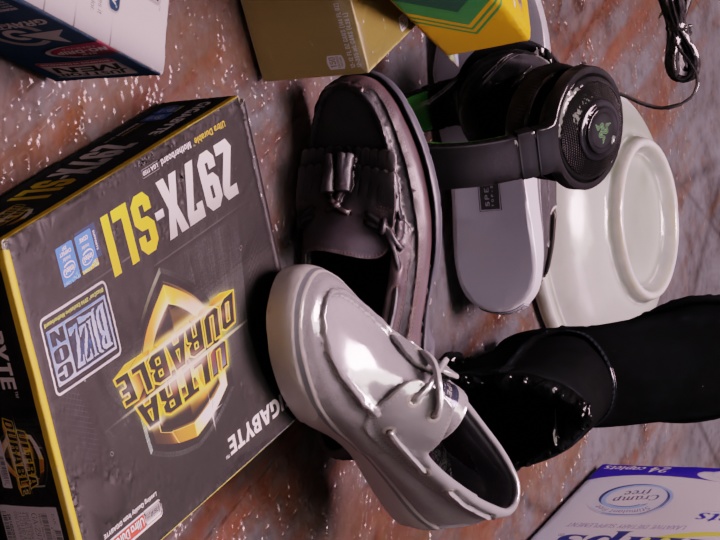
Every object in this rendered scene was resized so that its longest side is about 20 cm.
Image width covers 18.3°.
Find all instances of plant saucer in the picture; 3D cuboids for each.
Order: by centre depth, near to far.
[{"bbox_3d":[0.170,-0.033,1.476,0.200,0.050,0.202,7,82,-62],"label":"plant saucer"}]

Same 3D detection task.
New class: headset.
[{"bbox_3d":[0.097,-0.100,1.213,0.199,0.123,0.095,-16,112,-20],"label":"headset"}]

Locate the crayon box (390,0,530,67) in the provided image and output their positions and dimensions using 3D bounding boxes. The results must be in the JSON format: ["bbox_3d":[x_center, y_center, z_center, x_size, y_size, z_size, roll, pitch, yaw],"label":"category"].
[{"bbox_3d":[0.043,-0.188,1.133,0.200,0.051,0.127,27,55,-74],"label":"crayon box"}]

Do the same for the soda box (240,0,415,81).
[{"bbox_3d":[-0.033,-0.199,1.098,0.068,0.064,0.201,-49,130,-52],"label":"soda box"}]

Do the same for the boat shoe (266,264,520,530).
[{"bbox_3d":[0.020,0.066,1.080,0.200,0.068,0.072,59,38,-41],"label":"boat shoe"}]

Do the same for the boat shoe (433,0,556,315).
[{"bbox_3d":[0.088,-0.077,1.314,0.066,0.069,0.202,-22,108,-68],"label":"boat shoe"}]

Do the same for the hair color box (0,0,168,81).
[{"bbox_3d":[-0.151,-0.150,0.882,0.200,0.060,0.101,25,67,-58],"label":"hair color box"}]

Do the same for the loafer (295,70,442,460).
[{"bbox_3d":[0.000,0.000,1.146,0.063,0.071,0.202,-20,109,-56],"label":"loafer"}]

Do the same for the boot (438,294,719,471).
[{"bbox_3d":[0.133,0.065,1.260,0.162,0.197,0.074,-20,103,-67],"label":"boot"}]

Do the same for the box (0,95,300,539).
[{"bbox_3d":[-0.100,0.028,0.980,0.200,0.049,0.161,-38,120,-56],"label":"box"}]

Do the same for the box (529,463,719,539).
[{"bbox_3d":[0.205,0.206,1.386,0.200,0.183,0.106,-35,120,-57],"label":"box"}]
